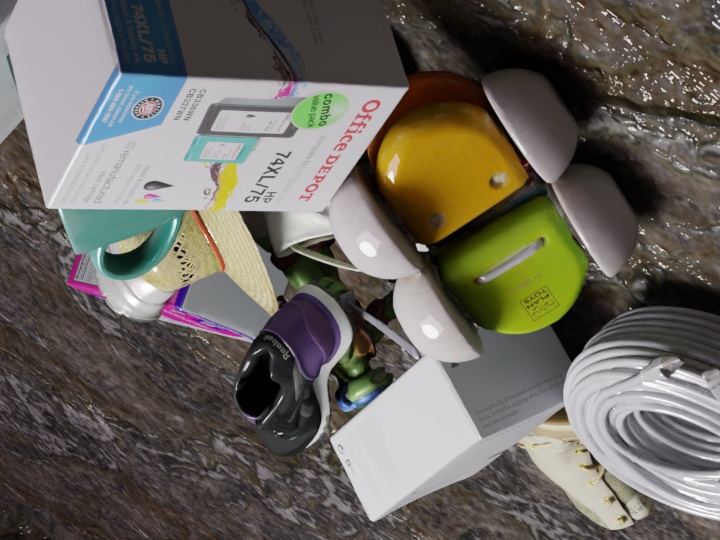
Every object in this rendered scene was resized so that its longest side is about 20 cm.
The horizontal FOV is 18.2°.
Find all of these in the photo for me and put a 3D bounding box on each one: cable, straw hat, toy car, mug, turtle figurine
[{"bbox_3d":[0.242,0.106,1.620,0.200,0.069,0.200,42,151,-26],"label":"cable"},{"bbox_3d":[-0.147,-0.034,1.742,0.202,0.085,0.201,59,170,17],"label":"straw hat"},{"bbox_3d":[0.078,-0.051,1.538,0.200,0.175,0.150,52,-170,-30],"label":"toy car"},{"bbox_3d":[-0.175,-0.095,1.626,0.185,0.114,0.153,86,164,-71],"label":"mug"},{"bbox_3d":[0.000,0.000,1.793,0.194,0.144,0.200,55,146,6],"label":"turtle figurine"}]

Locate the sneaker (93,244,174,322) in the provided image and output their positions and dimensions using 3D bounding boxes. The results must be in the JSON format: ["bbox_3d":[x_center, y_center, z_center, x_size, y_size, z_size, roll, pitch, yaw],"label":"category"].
[{"bbox_3d":[-0.203,-0.057,1.918,0.087,0.074,0.201,-41,73,32],"label":"sneaker"}]

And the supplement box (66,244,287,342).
[{"bbox_3d":[-0.161,-0.007,2.019,0.101,0.104,0.200,24,173,-36],"label":"supplement box"}]

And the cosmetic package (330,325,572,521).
[{"bbox_3d":[0.072,0.112,1.738,0.081,0.112,0.200,62,149,10],"label":"cosmetic package"}]

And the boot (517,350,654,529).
[{"bbox_3d":[0.189,0.142,1.815,0.155,0.072,0.200,46,162,-16],"label":"boot"}]

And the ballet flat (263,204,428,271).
[{"bbox_3d":[0.019,-0.031,1.685,0.199,0.070,0.070,2,142,25],"label":"ballet flat"}]

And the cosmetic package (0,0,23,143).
[{"bbox_3d":[-0.269,-0.218,1.683,0.123,0.200,0.200,36,158,8],"label":"cosmetic package"}]

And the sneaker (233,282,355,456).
[{"bbox_3d":[-0.071,0.093,1.753,0.076,0.087,0.200,40,147,18],"label":"sneaker"}]

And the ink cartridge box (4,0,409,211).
[{"bbox_3d":[-0.100,-0.136,1.431,0.147,0.199,0.147,-53,46,48],"label":"ink cartridge box"}]
